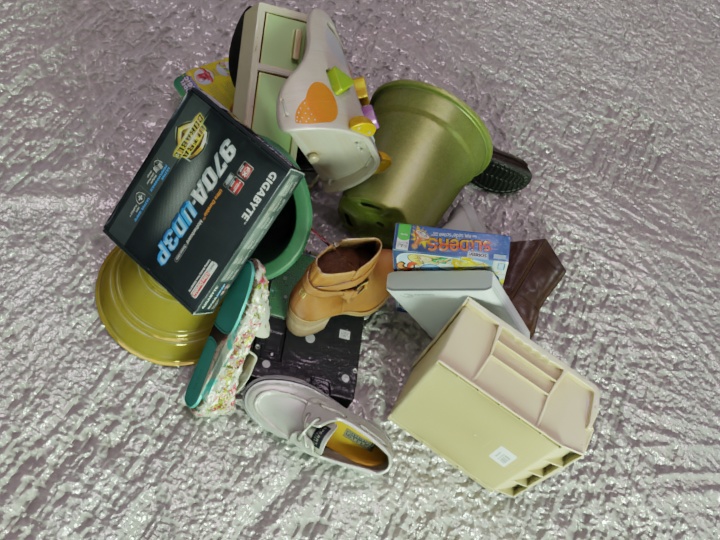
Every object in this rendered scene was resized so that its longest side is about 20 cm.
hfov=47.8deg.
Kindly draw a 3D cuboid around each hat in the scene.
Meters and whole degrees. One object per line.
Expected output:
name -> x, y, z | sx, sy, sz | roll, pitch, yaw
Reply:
hat -> -0.117, -0.077, 1.037 | 0.163, 0.176, 0.203 | -15, 98, 14

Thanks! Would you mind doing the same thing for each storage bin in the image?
storage bin -> 0.156, 0.164, 0.984 | 0.197, 0.201, 0.094 | 34, 57, 3

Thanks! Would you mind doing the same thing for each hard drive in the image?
hard drive -> 0.128, 0.052, 1.020 | 0.130, 0.200, 0.027 | -1, 66, 24
hard drive -> -0.065, 0.069, 1.062 | 0.138, 0.038, 0.203 | 14, 57, -11

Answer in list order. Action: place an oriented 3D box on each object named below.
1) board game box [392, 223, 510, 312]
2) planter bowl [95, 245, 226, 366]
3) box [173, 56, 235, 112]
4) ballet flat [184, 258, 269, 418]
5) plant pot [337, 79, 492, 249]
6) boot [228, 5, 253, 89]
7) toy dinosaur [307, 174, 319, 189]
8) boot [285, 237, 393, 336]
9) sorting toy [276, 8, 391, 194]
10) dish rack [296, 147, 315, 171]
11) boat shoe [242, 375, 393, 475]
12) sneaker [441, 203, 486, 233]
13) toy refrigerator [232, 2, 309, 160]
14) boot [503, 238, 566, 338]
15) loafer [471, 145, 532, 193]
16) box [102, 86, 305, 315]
board game box -> 0.109, 0.008, 1.006 | 0.133, 0.201, 0.035 | 7, 67, 8
planter bowl -> -0.226, 0.009, 1.012 | 0.197, 0.084, 0.203 | 10, 58, -15
box -> -0.172, -0.264, 1.219 | 0.198, 0.049, 0.118 | -27, 73, -33
ballet flat -> -0.145, 0.082, 0.960 | 0.063, 0.202, 0.076 | 18, 13, -35
plant pot -> 0.064, -0.130, 1.151 | 0.198, 0.201, 0.186 | 29, 66, -1
boot -> -0.088, -0.253, 1.121 | 0.172, 0.069, 0.204 | -4, 94, -30
toy dinosaur -> -0.136, -0.089, 1.085 | 0.197, 0.101, 0.059 | -6, 95, 12
boot -> 0.000, 0.000, 1.009 | 0.199, 0.155, 0.074 | -34, 74, -32
sorting toy -> -0.033, -0.223, 1.026 | 0.105, 0.200, 0.183 | -11, 72, 10
dish rack -> -0.102, -0.248, 1.177 | 0.151, 0.054, 0.204 | -4, 85, -31
boat shoe -> -0.049, 0.188, 0.964 | 0.198, 0.070, 0.072 | 29, 93, -6
sneaker -> 0.126, -0.046, 1.138 | 0.083, 0.200, 0.074 | -9, 104, 1
toy refrigerator -> -0.115, -0.224, 1.029 | 0.075, 0.070, 0.204 | 7, 91, -25
boot -> 0.196, 0.004, 1.184 | 0.185, 0.064, 0.201 | 34, 52, 3
loafer -> 0.180, -0.185, 1.280 | 0.197, 0.073, 0.072 | 19, 57, -8
box -> -0.180, -0.077, 0.921 | 0.158, 0.201, 0.046 | 39, 12, 14
